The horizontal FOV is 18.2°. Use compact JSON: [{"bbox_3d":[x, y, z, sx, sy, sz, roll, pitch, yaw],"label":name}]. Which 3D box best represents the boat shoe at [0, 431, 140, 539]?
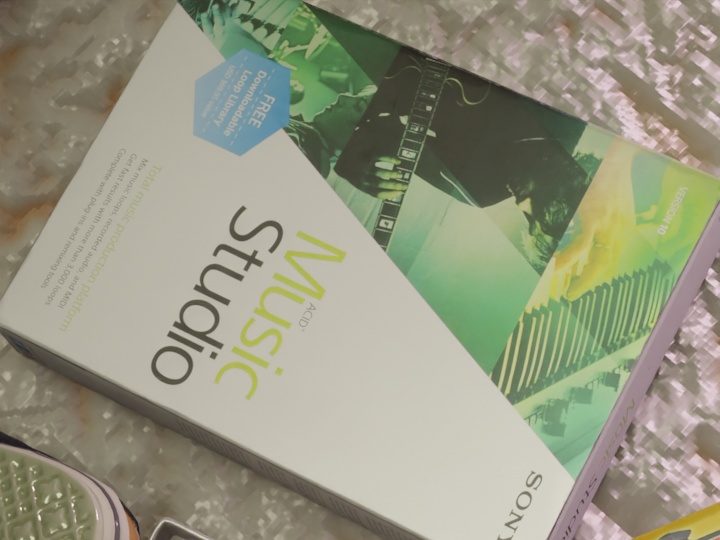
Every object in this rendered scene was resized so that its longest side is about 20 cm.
[{"bbox_3d":[-0.144,0.072,0.706,0.199,0.062,0.075,19,72,33],"label":"boat shoe"}]

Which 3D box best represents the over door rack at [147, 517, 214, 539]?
[{"bbox_3d":[0.018,0.166,0.594,0.200,0.148,0.067,36,75,19],"label":"over door rack"}]

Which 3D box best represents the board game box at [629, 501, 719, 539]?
[{"bbox_3d":[0.142,0.091,0.587,0.199,0.165,0.057,-24,67,2],"label":"board game box"}]

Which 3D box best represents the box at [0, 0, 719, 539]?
[{"bbox_3d":[0.000,0.000,0.718,0.199,0.036,0.145,25,77,17],"label":"box"}]
